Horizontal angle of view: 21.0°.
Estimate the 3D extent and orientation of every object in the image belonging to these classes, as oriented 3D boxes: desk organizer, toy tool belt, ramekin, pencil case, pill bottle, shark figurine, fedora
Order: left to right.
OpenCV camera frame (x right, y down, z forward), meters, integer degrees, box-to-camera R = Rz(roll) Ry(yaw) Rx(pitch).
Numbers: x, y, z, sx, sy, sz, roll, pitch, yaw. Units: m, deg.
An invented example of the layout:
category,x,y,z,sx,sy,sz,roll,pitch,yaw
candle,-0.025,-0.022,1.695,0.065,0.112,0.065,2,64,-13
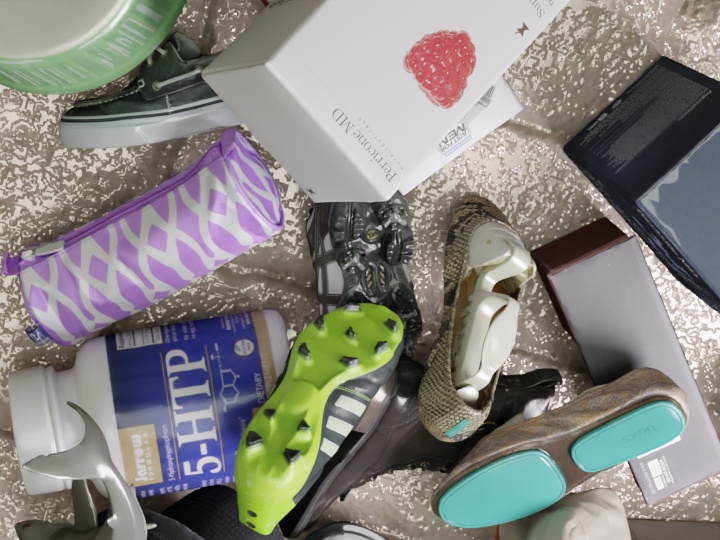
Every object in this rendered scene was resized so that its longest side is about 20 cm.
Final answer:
category,x,y,z,sx,sy,sz,roll,pitch,yaw
ramekin,-0.215,-0.220,1.288,0.199,0.098,0.201,0,91,5
shark figurine,-0.183,0.187,1.299,0.128,0.215,0.090,37,58,5
pencil case,-0.151,-0.023,1.365,0.200,0.084,0.086,-28,122,12
pill bottle,-0.146,0.101,1.397,0.199,0.120,0.120,-10,105,-6
fedora,-0.109,0.223,1.423,0.092,0.200,0.201,-46,110,-33
toy tool belt,0.146,0.261,1.456,0.125,0.123,0.201,-16,98,-45
desk organizer,0.202,0.066,1.465,0.072,0.077,0.201,-25,107,-1

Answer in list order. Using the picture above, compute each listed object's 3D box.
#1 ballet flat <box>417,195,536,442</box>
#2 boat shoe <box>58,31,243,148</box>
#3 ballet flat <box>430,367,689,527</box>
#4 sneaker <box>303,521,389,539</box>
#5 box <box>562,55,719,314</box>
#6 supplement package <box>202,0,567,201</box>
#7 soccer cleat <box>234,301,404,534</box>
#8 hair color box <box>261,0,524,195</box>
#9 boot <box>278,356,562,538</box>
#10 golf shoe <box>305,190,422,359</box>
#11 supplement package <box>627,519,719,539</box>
category,x,y,z,sx,sy,sz,roll,pitch,yaw
ballet flat,0.091,0.026,1.387,0.068,0.075,0.201,25,60,-20
boat shoe,-0.120,-0.132,1.356,0.199,0.072,0.071,-11,101,11
ballet flat,0.142,0.126,1.409,0.199,0.067,0.068,-22,122,8
sneaker,0.026,0.282,1.450,0.076,0.115,0.201,-31,120,4
box,0.250,-0.052,1.380,0.107,0.200,0.148,-43,106,3
supplement package,0.020,-0.155,1.265,0.121,0.120,0.200,47,73,-19
soccer cleat,-0.032,0.095,1.326,0.067,0.200,0.081,25,134,13
hair color box,0.014,-0.167,1.386,0.111,0.064,0.200,-35,105,-1
boot,0.044,0.140,1.459,0.174,0.069,0.200,14,126,-29
golf shoe,0.000,0.000,1.424,0.077,0.095,0.201,-7,130,-16
supplement package,0.262,0.310,1.512,0.119,0.121,0.201,3,102,-10
